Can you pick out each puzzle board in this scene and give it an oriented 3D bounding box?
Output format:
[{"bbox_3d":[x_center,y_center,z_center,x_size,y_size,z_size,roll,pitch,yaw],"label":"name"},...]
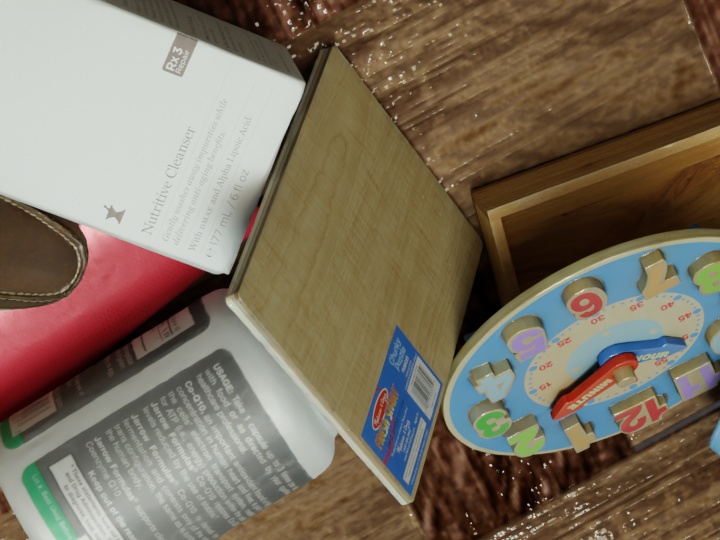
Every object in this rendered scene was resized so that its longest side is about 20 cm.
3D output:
[{"bbox_3d":[0.000,0.000,1.128,0.017,0.200,0.151,-20,123,31],"label":"puzzle board"}]

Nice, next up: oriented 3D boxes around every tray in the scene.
[{"bbox_3d":[0.169,-0.030,1.239,0.200,0.037,0.099,-21,117,-7],"label":"tray"}]

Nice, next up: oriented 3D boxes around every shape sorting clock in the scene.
[{"bbox_3d":[0.138,0.044,1.211,0.200,0.039,0.200,-19,153,-10],"label":"shape sorting clock"}]

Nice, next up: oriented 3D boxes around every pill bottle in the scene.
[{"bbox_3d":[-0.085,0.081,1.171,0.200,0.113,0.113,-31,118,0],"label":"pill bottle"}]

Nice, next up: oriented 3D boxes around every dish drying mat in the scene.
[{"bbox_3d":[-0.148,0.008,1.175,0.200,0.018,0.077,-39,117,2],"label":"dish drying mat"}]

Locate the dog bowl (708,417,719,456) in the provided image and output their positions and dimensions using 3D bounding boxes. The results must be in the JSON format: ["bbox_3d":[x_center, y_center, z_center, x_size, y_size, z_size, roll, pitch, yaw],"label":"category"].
[{"bbox_3d":[0.247,0.043,1.232,0.049,0.112,0.200,28,141,12],"label":"dog bowl"}]

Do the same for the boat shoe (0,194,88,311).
[{"bbox_3d":[-0.219,-0.020,1.078,0.202,0.075,0.075,16,94,-30],"label":"boat shoe"}]

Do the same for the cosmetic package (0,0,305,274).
[{"bbox_3d":[-0.141,-0.089,1.090,0.200,0.081,0.113,18,105,-17],"label":"cosmetic package"}]
